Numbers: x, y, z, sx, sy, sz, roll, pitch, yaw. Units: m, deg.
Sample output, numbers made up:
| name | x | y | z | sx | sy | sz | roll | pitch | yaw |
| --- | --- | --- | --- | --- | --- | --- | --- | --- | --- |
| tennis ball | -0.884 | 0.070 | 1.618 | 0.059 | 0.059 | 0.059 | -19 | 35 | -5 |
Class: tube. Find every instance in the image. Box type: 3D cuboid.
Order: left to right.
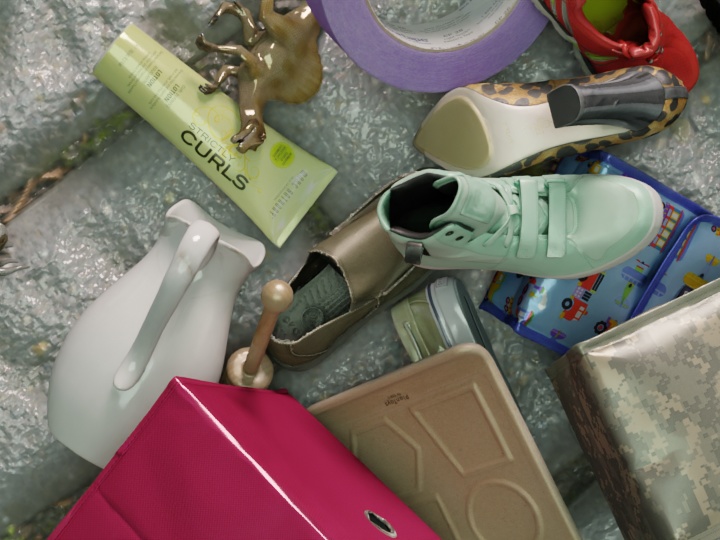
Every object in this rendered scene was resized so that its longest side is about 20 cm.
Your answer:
| name | x | y | z | sx | sy | sz | roll | pitch | yaw |
| --- | --- | --- | --- | --- | --- | --- | --- | --- | --- |
| tube | -0.116 | -0.111 | 1.096 | 0.200 | 0.052 | 0.058 | 40 | 125 | -8 |

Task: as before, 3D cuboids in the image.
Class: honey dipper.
| name | x | y | z | sx | sy | sz | roll | pitch | yaw |
| --- | --- | --- | --- | --- | --- | --- | --- | --- | --- |
| honey dipper | -0.072 | 0.054 | 1.032 | 0.038 | 0.200 | 0.038 | 5 | 65 | -12 |

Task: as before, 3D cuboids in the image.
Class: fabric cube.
| name | x | y | z | sx | sy | sz | roll | pitch | yaw |
| --- | --- | --- | --- | --- | --- | --- | --- | --- | --- |
| fabric cube | -0.081 | 0.216 | 1.000 | 0.199 | 0.196 | 0.200 | 42 | 99 | 21 |

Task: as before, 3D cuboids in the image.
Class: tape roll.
| name | x | y | z | sx | sy | sz | roll | pitch | yaw |
| --- | --- | --- | --- | --- | --- | --- | --- | --- | --- |
| tape roll | 0.054 | -0.238 | 1.042 | 0.198 | 0.066 | 0.202 | -8 | 118 | -15 |

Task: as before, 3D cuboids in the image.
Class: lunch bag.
| name | x | y | z | sx | sy | sz | roll | pitch | yaw |
| --- | --- | --- | --- | --- | --- | --- | --- | --- | --- |
| lunch bag | 0.220 | 0.013 | 1.103 | 0.199 | 0.094 | 0.152 | 26 | 94 | -17 |
| lunch bag | 0.260 | 0.095 | 1.009 | 0.198 | 0.118 | 0.165 | -23 | 78 | -11 |

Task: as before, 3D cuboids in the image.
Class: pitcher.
| name | x | y | z | sx | sy | sz | roll | pitch | yaw |
| --- | --- | --- | --- | --- | --- | --- | --- | --- | --- |
| pitcher | -0.154 | 0.050 | 1.039 | 0.121 | 0.172 | 0.201 | 30 | 91 | 2 |

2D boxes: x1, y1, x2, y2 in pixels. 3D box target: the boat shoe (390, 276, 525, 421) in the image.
| name | x | y | z | sx | sy | sz | roll | pitch | yaw |
| --- | --- | --- | --- | --- | --- | --- | --- | --- | --- |
| boat shoe | 0.086 | 0.106 | 1.110 | 0.062 | 0.072 | 0.202 | -22 | 87 | 18 |

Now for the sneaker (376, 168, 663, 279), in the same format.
| name | x | y | z | sx | sy | sz | roll | pitch | yaw |
| --- | --- | --- | --- | --- | --- | --- | --- | --- | --- |
| sneaker | 0.109 | -0.035 | 0.984 | 0.198 | 0.118 | 0.075 | -6 | 80 | 16 |

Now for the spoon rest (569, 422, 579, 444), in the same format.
| name | x | y | z | sx | sy | sz | roll | pitch | yaw |
| --- | --- | --- | --- | --- | --- | --- | --- | --- | --- |
| spoon rest | 0.262 | 0.133 | 1.103 | 0.198 | 0.100 | 0.061 | 15 | 47 | 1 |

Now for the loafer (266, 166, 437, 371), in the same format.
| name | x | y | z | sx | sy | sz | roll | pitch | yaw |
| --- | --- | --- | --- | --- | --- | --- | --- | --- | --- |
| loafer | 0.000 | 0.000 | 1.086 | 0.075 | 0.070 | 0.200 | 43 | 91 | 12 |

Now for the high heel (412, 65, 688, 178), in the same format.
| name | x | y | z | sx | sy | sz | roll | pitch | yaw |
| --- | --- | --- | --- | --- | --- | --- | --- | --- | --- |
| high heel | 0.144 | -0.112 | 1.064 | 0.142 | 0.199 | 0.072 | -9 | 92 | -38 |

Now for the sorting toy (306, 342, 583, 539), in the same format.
| name | x | y | z | sx | sy | sz | roll | pitch | yaw |
| --- | --- | --- | --- | --- | --- | --- | --- | --- | --- |
| sorting toy | 0.069 | 0.164 | 1.081 | 0.184 | 0.036 | 0.201 | -25 | 97 | 38 |

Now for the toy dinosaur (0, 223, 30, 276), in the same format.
| name | x | y | z | sx | sy | sz | roll | pitch | yaw |
| --- | --- | --- | --- | --- | --- | --- | --- | --- | --- |
| toy dinosaur | -0.367 | 0.014 | 1.076 | 0.199 | 0.077 | 0.103 | -23 | 127 | 12 |

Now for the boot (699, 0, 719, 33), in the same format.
| name | x | y | z | sx | sy | sz | roll | pitch | yaw |
| --- | --- | --- | --- | --- | --- | --- | --- | --- | --- |
| boot | 0.384 | -0.188 | 1.092 | 0.167 | 0.076 | 0.201 | -32 | 87 | 4 |

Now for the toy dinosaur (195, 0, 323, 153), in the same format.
| name | x | y | z | sx | sy | sz | roll | pitch | yaw |
| --- | --- | --- | --- | --- | --- | --- | --- | --- | --- |
| toy dinosaur | -0.066 | -0.181 | 1.095 | 0.101 | 0.058 | 0.201 | 36 | 72 | -12 |

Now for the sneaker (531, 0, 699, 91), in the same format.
| name | x | y | z | sx | sy | sz | roll | pitch | yaw |
| --- | --- | --- | --- | --- | --- | --- | --- | --- | --- |
| sneaker | 0.199 | -0.175 | 1.050 | 0.199 | 0.085 | 0.077 | 29 | 101 | -41 |
